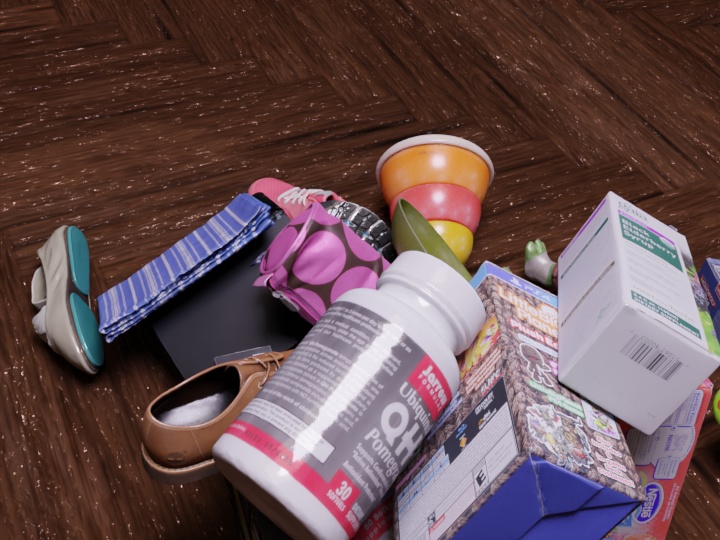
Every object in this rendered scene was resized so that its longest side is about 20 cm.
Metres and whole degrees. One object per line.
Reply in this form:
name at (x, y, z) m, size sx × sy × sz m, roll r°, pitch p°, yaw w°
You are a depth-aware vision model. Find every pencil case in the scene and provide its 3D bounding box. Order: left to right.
pencil case at (-0.003, 0.033, 0.770) m, size 0.199 × 0.090 × 0.094 m, roll 39°, pitch 56°, yaw -18°

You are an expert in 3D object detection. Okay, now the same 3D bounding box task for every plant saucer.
plant saucer at (0.088, 0.018, 0.817) m, size 0.031 × 0.200 × 0.201 m, roll -36°, pitch 50°, yaw 11°

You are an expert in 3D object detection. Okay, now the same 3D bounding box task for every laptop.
laptop at (-0.133, 0.020, 0.878) m, size 0.176 × 0.104 × 0.200 m, roll -35°, pitch 22°, yaw -8°

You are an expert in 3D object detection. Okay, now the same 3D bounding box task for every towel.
towel at (-0.182, -0.012, 0.840) m, size 0.199 × 0.024 × 0.145 m, roll -36°, pitch 21°, yaw -8°

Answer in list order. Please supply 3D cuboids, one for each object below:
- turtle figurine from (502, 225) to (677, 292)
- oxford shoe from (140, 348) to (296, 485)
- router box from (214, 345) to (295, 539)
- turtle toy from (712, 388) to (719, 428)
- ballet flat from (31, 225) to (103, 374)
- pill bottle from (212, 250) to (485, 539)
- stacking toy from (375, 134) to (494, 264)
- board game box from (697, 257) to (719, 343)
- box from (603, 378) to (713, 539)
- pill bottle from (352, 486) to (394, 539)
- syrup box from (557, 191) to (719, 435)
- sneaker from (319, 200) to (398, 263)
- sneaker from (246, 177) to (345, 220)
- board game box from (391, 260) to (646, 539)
turtle figurine at (0.239, 0.012, 0.889) m, size 0.193 × 0.199 × 0.145 m, roll 23°, pitch 83°, yaw 42°
oxford shoe at (-0.069, 0.090, 0.624) m, size 0.198 × 0.072 × 0.071 m, roll -23°, pitch 51°, yaw -28°
router box at (-0.074, 0.191, 0.685) m, size 0.051 × 0.158 × 0.201 m, roll -10°, pitch 49°, yaw -17°
turtle toy at (0.433, 0.150, 0.800) m, size 0.197 × 0.101 × 0.148 m, roll 9°, pitch 71°, yaw 1°
ballet flat at (-0.313, 0.037, 0.874) m, size 0.068 × 0.070 × 0.201 m, roll -8°, pitch 46°, yaw -15°
pill bottle at (0.000, 0.084, 0.578) m, size 0.110 × 0.111 × 0.200 m, roll 31°, pitch 66°, yaw 21°
stacking toy at (0.085, -0.043, 0.977) m, size 0.144 × 0.147 × 0.203 m, roll 5°, pitch 63°, yaw -3°
board game box at (0.505, 0.079, 0.938) m, size 0.197 × 0.062 × 0.202 m, roll 0°, pitch 46°, yaw -6°
box at (0.214, 0.155, 0.717) m, size 0.101 × 0.203 × 0.095 m, roll 2°, pitch 26°, yaw -5°
pill bottle at (0.002, 0.170, 0.749) m, size 0.108 × 0.110 × 0.200 m, roll -20°, pitch 51°, yaw -25°
syrup box at (0.205, 0.023, 0.639) m, size 0.078 × 0.082 × 0.201 m, roll 30°, pitch 30°, yaw -3°
sneaker at (0.000, 0.000, 0.876) m, size 0.089 × 0.200 × 0.079 m, roll 22°, pitch 69°, yaw 46°
sneaker at (-0.053, -0.071, 0.988) m, size 0.199 × 0.088 × 0.074 m, roll 34°, pitch 50°, yaw 23°
board game box at (0.102, 0.125, 0.632) m, size 0.096 × 0.160 × 0.201 m, roll 24°, pitch 32°, yaw -18°
